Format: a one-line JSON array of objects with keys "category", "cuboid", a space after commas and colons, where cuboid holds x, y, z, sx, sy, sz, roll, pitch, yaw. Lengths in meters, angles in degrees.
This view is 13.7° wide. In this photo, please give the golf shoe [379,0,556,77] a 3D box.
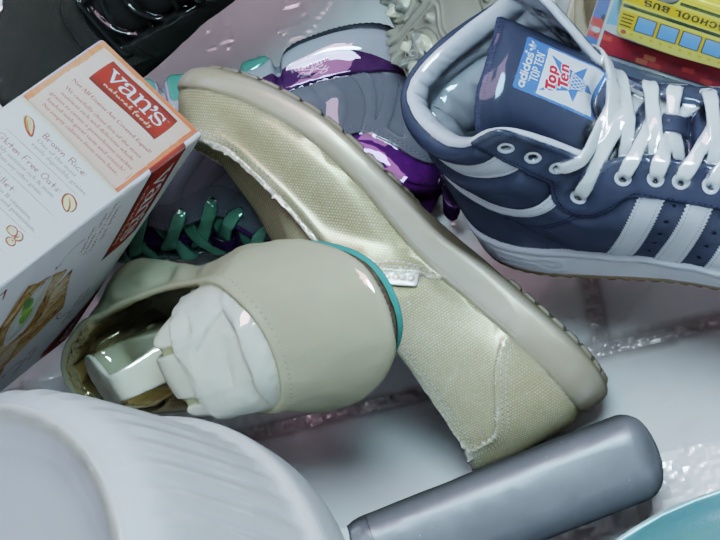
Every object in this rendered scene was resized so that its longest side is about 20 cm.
[{"category": "golf shoe", "cuboid": [0.052, -0.123, 1.190, 0.078, 0.097, 0.201, -49, 44, 28]}]

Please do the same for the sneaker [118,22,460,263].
[{"category": "sneaker", "cuboid": [-0.062, -0.029, 1.181, 0.199, 0.074, 0.088, -20, 60, 3]}]

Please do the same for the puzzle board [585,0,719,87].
[{"category": "puzzle board", "cuboid": [0.180, -0.071, 1.050, 0.199, 0.151, 0.017, 18, 51, 3]}]

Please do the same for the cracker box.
[{"category": "cracker box", "cuboid": [-0.155, 0.015, 1.073, 0.058, 0.134, 0.200, 42, 43, 5]}]

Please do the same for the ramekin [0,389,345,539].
[{"category": "ramekin", "cuboid": [-0.106, 0.136, 1.022, 0.199, 0.105, 0.201, -16, 61, 33]}]

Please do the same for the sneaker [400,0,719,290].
[{"category": "sneaker", "cuboid": [0.108, -0.046, 1.027, 0.199, 0.109, 0.070, -1, 59, 30]}]

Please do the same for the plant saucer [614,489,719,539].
[{"category": "plant saucer", "cuboid": [0.147, 0.165, 1.018, 0.199, 0.027, 0.201, -8, 57, 12]}]

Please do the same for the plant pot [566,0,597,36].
[{"category": "plant pot", "cuboid": [0.156, -0.144, 1.119, 0.199, 0.184, 0.201, -8, 56, 12]}]

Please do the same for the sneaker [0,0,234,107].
[{"category": "sneaker", "cuboid": [-0.074, -0.126, 1.160, 0.200, 0.076, 0.091, -43, 15, 18]}]

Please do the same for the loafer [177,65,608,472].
[{"category": "loafer", "cuboid": [0.000, 0.000, 1.113, 0.200, 0.076, 0.068, 39, 86, 9]}]

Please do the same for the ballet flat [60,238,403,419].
[{"category": "ballet flat", "cuboid": [-0.056, 0.029, 1.094, 0.070, 0.069, 0.200, -55, 20, -20]}]

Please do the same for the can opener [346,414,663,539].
[{"category": "can opener", "cuboid": [0.021, 0.117, 1.084, 0.199, 0.053, 0.067, -22, 87, 2]}]
